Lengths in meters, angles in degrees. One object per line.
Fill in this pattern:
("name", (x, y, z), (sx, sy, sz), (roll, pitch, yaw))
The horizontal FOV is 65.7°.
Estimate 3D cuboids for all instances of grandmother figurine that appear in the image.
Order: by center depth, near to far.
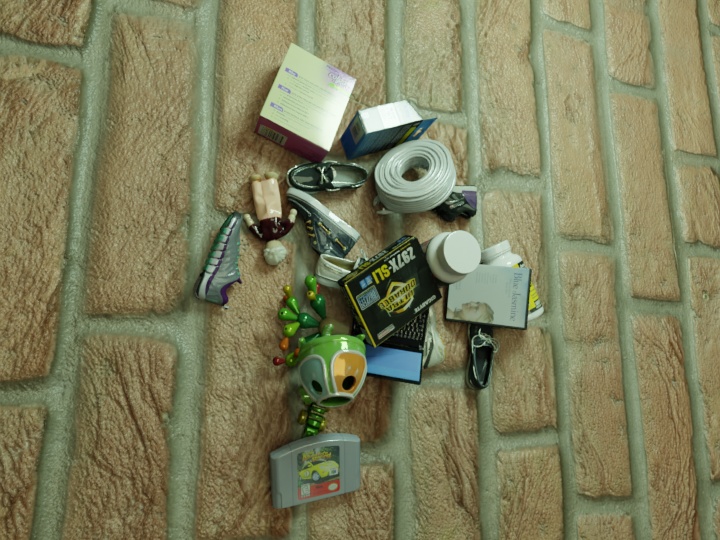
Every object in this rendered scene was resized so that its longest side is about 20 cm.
("grandmother figurine", (-0.200, -0.113, 1.251), (0.119, 0.060, 0.205), (-8, 85, 12))

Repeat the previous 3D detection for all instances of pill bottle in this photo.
("pill bottle", (0.188, -0.022, 1.296), (0.113, 0.200, 0.119), (4, 78, -18))
("pill bottle", (0.370, 0.033, 1.399), (0.111, 0.112, 0.203), (-23, 88, -22))

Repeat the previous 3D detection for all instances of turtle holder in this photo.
("turtle holder", (-0.071, 0.204, 1.127), (0.141, 0.182, 0.134), (41, 37, -54))

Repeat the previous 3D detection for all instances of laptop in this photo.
("laptop", (0.062, 0.134, 1.242), (0.173, 0.103, 0.205), (9, 84, 5))

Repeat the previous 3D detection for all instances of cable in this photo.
("cable", (0.129, -0.228, 1.334), (0.196, 0.070, 0.203), (3, 59, 21))

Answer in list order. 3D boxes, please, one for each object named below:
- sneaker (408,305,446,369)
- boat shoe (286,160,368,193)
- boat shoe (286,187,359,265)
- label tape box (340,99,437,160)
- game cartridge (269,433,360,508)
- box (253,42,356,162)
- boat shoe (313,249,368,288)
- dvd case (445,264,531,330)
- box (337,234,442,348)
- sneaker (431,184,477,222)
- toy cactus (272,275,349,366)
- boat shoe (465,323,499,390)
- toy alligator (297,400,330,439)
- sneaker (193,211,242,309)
("sneaker", (0.134, 0.134, 1.314), (0.086, 0.076, 0.204), (-18, 86, -22))
("boat shoe", (-0.074, -0.222, 1.300), (0.196, 0.060, 0.077), (-11, 92, -28))
("boat shoe", (-0.102, -0.100, 1.275), (0.199, 0.071, 0.092), (35, 82, -3))
("label tape box", (0.065, -0.344, 1.343), (0.197, 0.144, 0.064), (-19, 84, -22))
("game cartridge", (-0.092, 0.416, 1.176), (0.196, 0.041, 0.136), (-6, 100, -21))
("box", (-0.129, -0.385, 1.306), (0.173, 0.096, 0.204), (24, 74, -14))
("boat shoe", (-0.001, -0.002, 1.247), (0.197, 0.075, 0.088), (13, 115, -4))
("dvd case", (0.307, 0.060, 1.345), (0.196, 0.017, 0.146), (5, 87, 22))
("box", (0.067, 0.042, 1.208), (0.198, 0.049, 0.162), (-33, 108, -19))
("sneaker", (0.212, -0.167, 1.403), (0.196, 0.076, 0.090), (-3, 87, -20))
("toy cactus", (-0.107, 0.119, 1.222), (0.162, 0.102, 0.205), (16, 80, -20))
("boat shoe", (0.299, 0.189, 1.371), (0.073, 0.062, 0.204), (17, 74, -14))
("toy alligator", (-0.103, 0.332, 1.201), (0.058, 0.054, 0.204), (21, 73, -14))
("sneaker", (-0.284, -0.022, 1.202), (0.086, 0.074, 0.203), (26, 83, -24))
